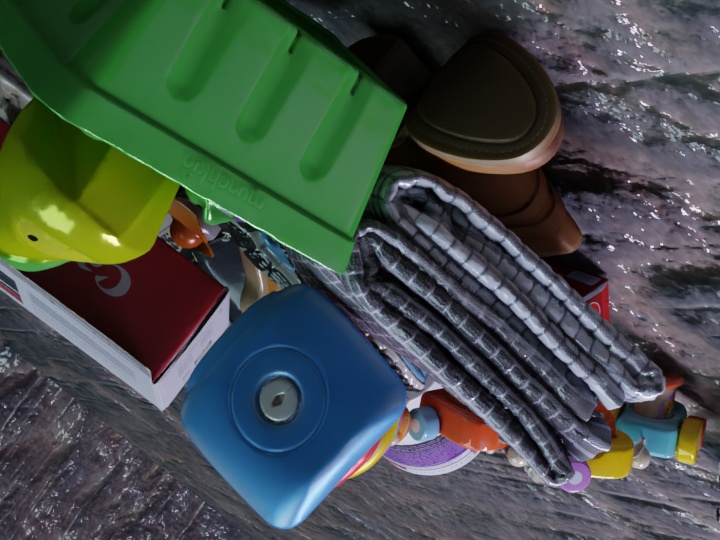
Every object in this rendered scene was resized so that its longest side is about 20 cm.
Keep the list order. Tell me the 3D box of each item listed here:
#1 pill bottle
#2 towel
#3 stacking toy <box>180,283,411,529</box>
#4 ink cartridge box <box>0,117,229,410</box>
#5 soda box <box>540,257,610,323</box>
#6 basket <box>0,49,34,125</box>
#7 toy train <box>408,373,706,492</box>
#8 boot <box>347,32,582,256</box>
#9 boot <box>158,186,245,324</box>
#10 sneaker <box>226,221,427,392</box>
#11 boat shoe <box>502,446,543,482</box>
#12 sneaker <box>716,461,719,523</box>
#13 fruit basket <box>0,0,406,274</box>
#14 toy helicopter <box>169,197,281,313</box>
[{"bbox_3d":[0.040,0.086,1.295,0.111,0.112,0.200,30,171,18],"label":"pill bottle"},{"bbox_3d":[0.054,0.027,0.957,0.200,0.086,0.166,42,173,-13],"label":"towel"},{"bbox_3d":[-0.011,0.085,1.038,0.110,0.116,0.200,46,-171,21],"label":"stacking toy"},{"bbox_3d":[-0.188,-0.007,1.122,0.200,0.084,0.176,37,168,3],"label":"ink cartridge box"},{"bbox_3d":[0.071,0.018,1.135,0.200,0.063,0.070,23,132,40],"label":"soda box"},{"bbox_3d":[-0.175,-0.123,1.165,0.135,0.124,0.200,35,165,4],"label":"basket"},{"bbox_3d":[0.140,0.090,1.138,0.199,0.056,0.150,-5,-160,-32],"label":"toy train"},{"bbox_3d":[0.080,-0.057,0.939,0.155,0.074,0.200,47,172,-32],"label":"boot"},{"bbox_3d":[-0.068,-0.015,1.266,0.154,0.074,0.203,51,145,-15],"label":"boot"},{"bbox_3d":[0.000,0.000,1.088,0.078,0.090,0.200,10,143,44],"label":"sneaker"},{"bbox_3d":[0.147,0.131,1.309,0.063,0.071,0.200,50,171,5],"label":"boat shoe"},{"bbox_3d":[0.268,0.161,1.136,0.074,0.089,0.200,31,165,10],"label":"sneaker"},{"bbox_3d":[-0.110,-0.061,0.840,0.216,0.215,0.156,51,178,-42],"label":"fruit basket"},{"bbox_3d":[-0.075,-0.035,1.116,0.079,0.132,0.201,25,139,33],"label":"toy helicopter"}]
